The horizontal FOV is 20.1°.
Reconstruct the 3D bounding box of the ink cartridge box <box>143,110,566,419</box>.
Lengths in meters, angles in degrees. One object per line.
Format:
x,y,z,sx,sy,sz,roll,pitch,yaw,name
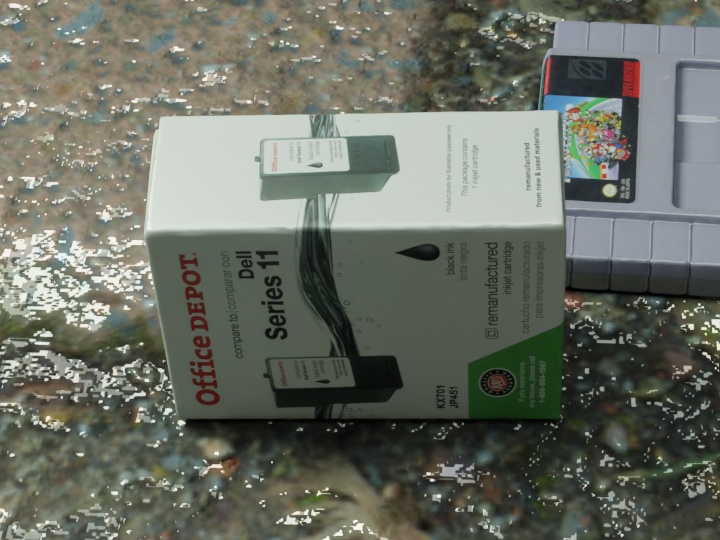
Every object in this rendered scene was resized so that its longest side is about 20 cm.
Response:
0.000,0.000,1.004,0.200,0.147,0.083,-1,47,4,ink cartridge box

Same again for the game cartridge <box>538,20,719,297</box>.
0.162,-0.068,1.139,0.129,0.038,0.200,6,46,4,game cartridge
